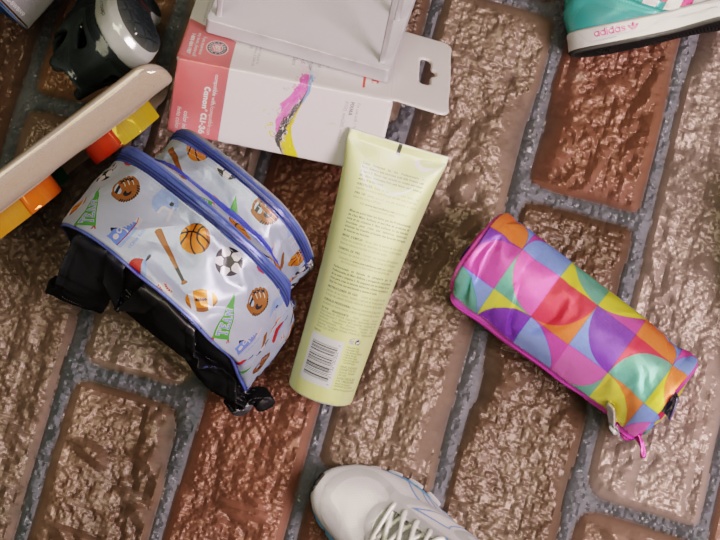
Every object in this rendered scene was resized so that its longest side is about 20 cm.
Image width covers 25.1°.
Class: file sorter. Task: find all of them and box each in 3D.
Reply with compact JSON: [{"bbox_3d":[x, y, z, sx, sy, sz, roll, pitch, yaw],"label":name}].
[{"bbox_3d":[-0.014,-0.265,1.180,0.138,0.125,0.201,16,51,2],"label":"file sorter"}]

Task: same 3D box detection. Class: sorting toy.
[{"bbox_3d":[-0.210,-0.082,1.173,0.185,0.200,0.037,-37,97,-2],"label":"sorting toy"}]

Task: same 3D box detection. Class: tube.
[{"bbox_3d":[0.000,0.000,1.191,0.052,0.058,0.201,28,108,35],"label":"tube"}]

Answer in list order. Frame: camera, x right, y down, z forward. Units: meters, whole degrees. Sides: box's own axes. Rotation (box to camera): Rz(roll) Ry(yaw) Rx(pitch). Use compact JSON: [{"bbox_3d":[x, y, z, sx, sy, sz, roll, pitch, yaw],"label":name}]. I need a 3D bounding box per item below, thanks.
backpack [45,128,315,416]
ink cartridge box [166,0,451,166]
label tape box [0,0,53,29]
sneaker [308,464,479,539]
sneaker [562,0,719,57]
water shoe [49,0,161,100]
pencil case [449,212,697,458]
[{"bbox_3d":[-0.123,-0.007,1.160,0.199,0.191,0.155,32,85,6],"label":"backpack"},{"bbox_3d":[-0.035,-0.139,1.208,0.198,0.068,0.117,11,36,-3],"label":"ink cartridge box"},{"bbox_3d":[-0.231,-0.291,1.238,0.200,0.063,0.144,-49,37,-6],"label":"label tape box"},{"bbox_3d":[0.051,0.203,1.174,0.199,0.087,0.075,30,84,8],"label":"sneaker"},{"bbox_3d":[0.247,-0.243,1.249,0.198,0.084,0.122,-12,89,1],"label":"sneaker"},{"bbox_3d":[-0.197,-0.186,1.201,0.079,0.200,0.072,-33,111,6],"label":"water shoe"},{"bbox_3d":[0.156,0.044,1.200,0.200,0.088,0.089,39,83,9],"label":"pencil case"}]
